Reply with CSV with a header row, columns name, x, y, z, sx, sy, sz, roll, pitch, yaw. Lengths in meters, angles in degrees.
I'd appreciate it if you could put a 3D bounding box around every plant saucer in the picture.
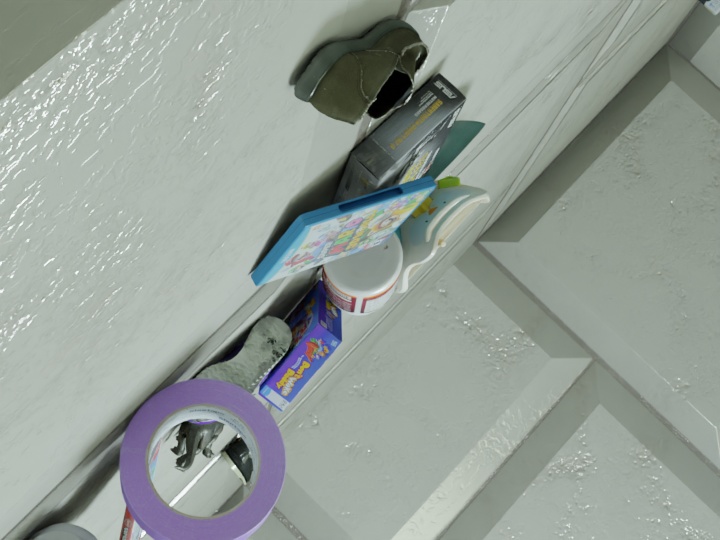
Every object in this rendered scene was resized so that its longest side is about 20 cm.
name,x,y,z,sx,sy,sz,roll,pitch,yaw
plant saucer,0.090,-0.141,1.733,0.200,0.036,0.200,-46,-178,3

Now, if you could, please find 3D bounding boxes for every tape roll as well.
name,x,y,z,sx,sy,sz,roll,pitch,yaw
tape roll,-0.191,0.237,1.530,0.200,0.200,0.066,-44,172,-22

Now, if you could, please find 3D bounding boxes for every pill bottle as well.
name,x,y,z,sx,sy,sz,roll,pitch,yaw
pill bottle,-0.371,0.379,1.589,0.112,0.112,0.200,-45,173,-17
pill bottle,0.000,0.000,1.754,0.110,0.109,0.200,-46,173,-10

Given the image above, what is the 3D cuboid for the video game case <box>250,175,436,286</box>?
name,x,y,z,sx,sy,sz,roll,pitch,yaw
video game case,-0.019,-0.046,1.469,0.199,0.018,0.143,-19,163,-37

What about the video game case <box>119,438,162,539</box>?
name,x,y,z,sx,sy,sz,roll,pitch,yaw
video game case,-0.297,0.328,1.658,0.143,0.017,0.202,-85,-172,-73

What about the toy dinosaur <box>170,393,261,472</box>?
name,x,y,z,sx,sy,sz,roll,pitch,yaw
toy dinosaur,-0.235,0.232,1.853,0.103,0.077,0.200,-62,164,18

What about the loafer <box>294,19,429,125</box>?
name,x,y,z,sx,sy,sz,roll,pitch,yaw
loafer,0.013,-0.163,1.095,0.075,0.070,0.200,-51,172,32

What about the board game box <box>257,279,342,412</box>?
name,x,y,z,sx,sy,sz,roll,pitch,yaw
board game box,-0.085,0.104,1.827,0.135,0.045,0.200,-49,-168,13

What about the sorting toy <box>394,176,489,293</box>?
name,x,y,z,sx,sy,sz,roll,pitch,yaw
sorting toy,0.109,-0.070,1.819,0.200,0.107,0.180,-46,-165,-11

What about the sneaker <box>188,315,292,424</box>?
name,x,y,z,sx,sy,sz,roll,pitch,yaw
sneaker,-0.173,0.153,1.721,0.200,0.070,0.100,-41,173,-37

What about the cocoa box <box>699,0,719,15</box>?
name,x,y,z,sx,sy,sz,roll,pitch,yaw
cocoa box,0.780,-0.671,2.677,0.133,0.131,0.200,-44,172,-21

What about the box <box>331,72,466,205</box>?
name,x,y,z,sx,sy,sz,roll,pitch,yaw
box,0.039,-0.130,1.525,0.158,0.048,0.200,-45,172,-23

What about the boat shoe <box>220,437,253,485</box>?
name,x,y,z,sx,sy,sz,roll,pitch,yaw
boat shoe,-0.241,0.391,2.600,0.063,0.074,0.202,-37,167,-12
